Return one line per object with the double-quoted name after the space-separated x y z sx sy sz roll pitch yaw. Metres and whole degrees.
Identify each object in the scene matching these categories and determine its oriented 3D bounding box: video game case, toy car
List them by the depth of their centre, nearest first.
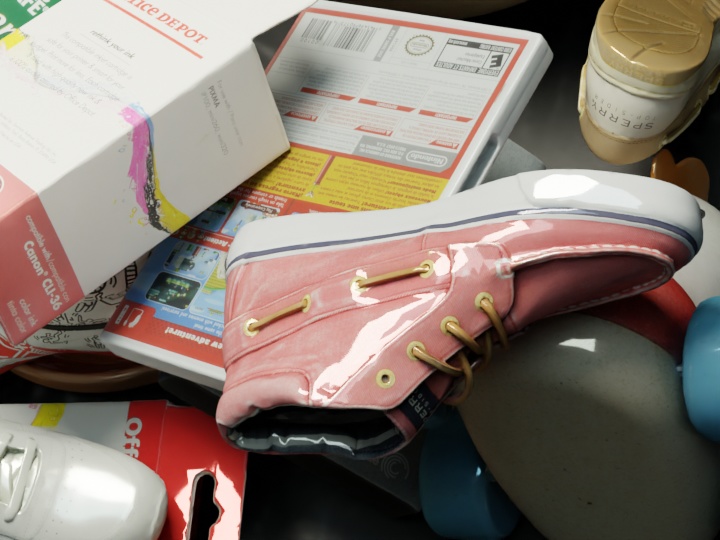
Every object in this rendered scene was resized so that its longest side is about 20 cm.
-0.016 -0.033 0.886 0.143 0.017 0.200 15 66 39 "video game case"
0.124 0.015 0.901 0.184 0.177 0.200 0 50 27 "toy car"

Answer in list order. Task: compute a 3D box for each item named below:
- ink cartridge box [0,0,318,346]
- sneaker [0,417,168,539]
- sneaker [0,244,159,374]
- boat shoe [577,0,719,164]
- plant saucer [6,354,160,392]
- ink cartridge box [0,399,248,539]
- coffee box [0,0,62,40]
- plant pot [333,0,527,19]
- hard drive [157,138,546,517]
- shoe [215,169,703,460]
-0.116 -0.068 0.896 0.200 0.068 0.116 -37 44 -19 "ink cartridge box"
-0.186 0.095 0.901 0.199 0.081 0.077 7 63 16 "sneaker"
-0.178 0.007 0.969 0.201 0.108 0.067 -5 62 12 "sneaker"
0.146 -0.111 0.975 0.074 0.069 0.200 25 31 12 "boat shoe"
-0.128 -0.027 1.054 0.200 0.032 0.201 -6 62 11 "plant saucer"
-0.145 0.129 0.957 0.199 0.067 0.117 -1 63 14 "ink cartridge box"
-0.215 -0.090 0.980 0.200 0.044 0.123 -41 61 -8 "coffee box"
0.030 -0.208 1.036 0.134 0.200 0.201 -40 53 35 "plant pot"
0.000 0.000 0.956 0.139 0.033 0.200 31 64 -19 "hard drive"
0.036 0.022 0.769 0.199 0.071 0.091 -7 61 21 "shoe"
